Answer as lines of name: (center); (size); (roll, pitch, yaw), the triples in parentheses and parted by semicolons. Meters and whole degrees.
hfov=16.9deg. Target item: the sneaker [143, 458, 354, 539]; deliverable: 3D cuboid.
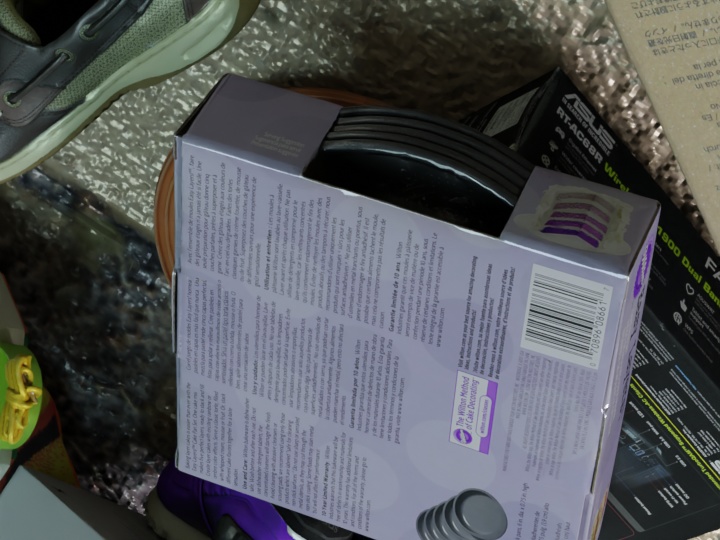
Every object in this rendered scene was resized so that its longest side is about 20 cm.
sneaker: (-0.039, 0.102, 1.130); (0.069, 0.100, 0.200); (32, 179, -17)

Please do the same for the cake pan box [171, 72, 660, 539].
cake pan box: (0.016, 0.028, 0.962); (0.183, 0.052, 0.201); (15, 134, 13)

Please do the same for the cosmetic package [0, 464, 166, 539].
cosmetic package: (-0.067, 0.176, 1.112); (0.200, 0.052, 0.151); (35, 180, 37)

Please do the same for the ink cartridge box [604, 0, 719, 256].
ink cartridge box: (0.209, -0.076, 0.868); (0.199, 0.075, 0.165); (-9, 124, 32)

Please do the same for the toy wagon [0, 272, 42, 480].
toy wagon: (-0.200, 0.058, 1.142); (0.039, 0.156, 0.200); (8, 176, -41)

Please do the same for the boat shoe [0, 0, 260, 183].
boat shoe: (-0.126, -0.100, 1.021); (0.200, 0.072, 0.066); (-26, 128, 34)

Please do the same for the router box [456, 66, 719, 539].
router box: (0.080, 0.030, 1.010); (0.150, 0.062, 0.200); (-26, 113, 40)

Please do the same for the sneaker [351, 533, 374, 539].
sneaker: (0.025, 0.137, 1.126); (0.079, 0.075, 0.200); (60, 159, 0)

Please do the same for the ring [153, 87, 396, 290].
ring: (0.000, 0.000, 1.084); (0.199, 0.019, 0.201); (15, 134, 16)

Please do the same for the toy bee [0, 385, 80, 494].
toy bee: (-0.169, 0.130, 1.244); (0.131, 0.108, 0.201); (34, 128, 39)
